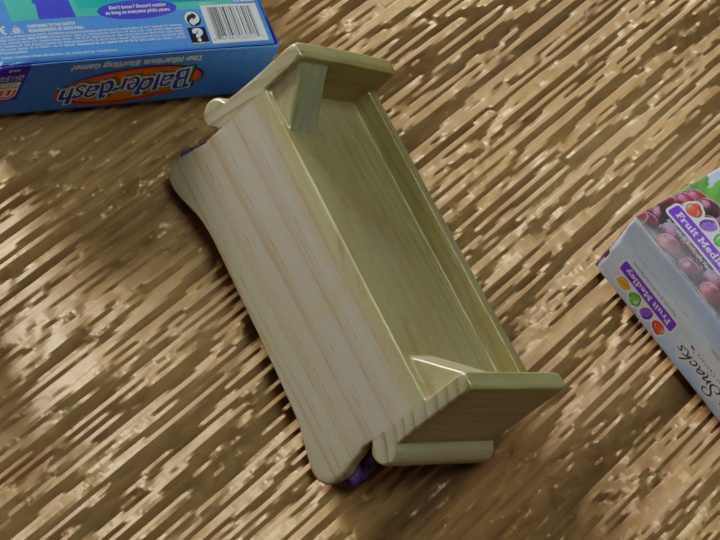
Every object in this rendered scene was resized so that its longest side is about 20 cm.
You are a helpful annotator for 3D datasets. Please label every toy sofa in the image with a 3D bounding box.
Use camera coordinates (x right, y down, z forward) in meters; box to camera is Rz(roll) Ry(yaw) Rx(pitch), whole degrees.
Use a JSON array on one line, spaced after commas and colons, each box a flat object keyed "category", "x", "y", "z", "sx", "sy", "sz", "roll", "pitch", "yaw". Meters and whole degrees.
[{"category": "toy sofa", "x": 0.000, "y": 0.000, "z": 1.233, "sx": 0.083, "sy": 0.098, "sz": 0.200, "roll": 3, "pitch": 53, "yaw": -54}]

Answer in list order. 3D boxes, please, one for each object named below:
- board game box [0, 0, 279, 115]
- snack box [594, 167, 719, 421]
[{"category": "board game box", "x": -0.144, "y": -0.174, "z": 1.292, "sx": 0.152, "sy": 0.045, "sz": 0.201, "roll": -7, "pitch": 62, "yaw": -29}, {"category": "snack box", "x": 0.234, "y": 0.035, "z": 1.330, "sx": 0.142, "sy": 0.053, "sz": 0.200, "roll": -28, "pitch": 75, "yaw": -38}]
